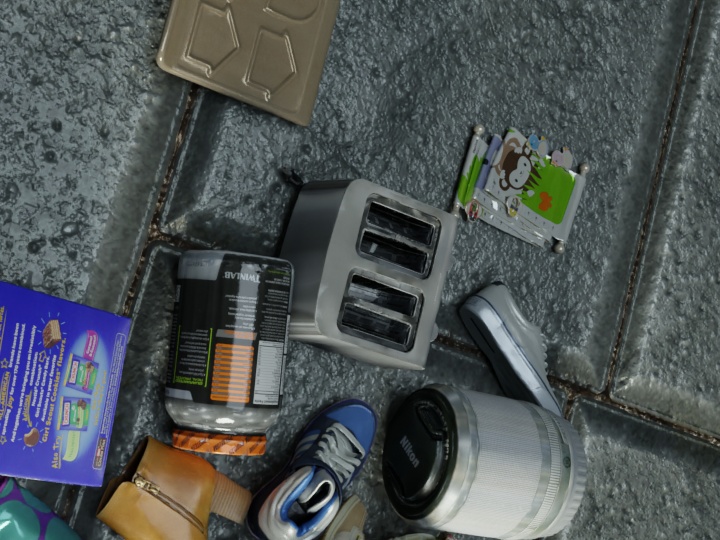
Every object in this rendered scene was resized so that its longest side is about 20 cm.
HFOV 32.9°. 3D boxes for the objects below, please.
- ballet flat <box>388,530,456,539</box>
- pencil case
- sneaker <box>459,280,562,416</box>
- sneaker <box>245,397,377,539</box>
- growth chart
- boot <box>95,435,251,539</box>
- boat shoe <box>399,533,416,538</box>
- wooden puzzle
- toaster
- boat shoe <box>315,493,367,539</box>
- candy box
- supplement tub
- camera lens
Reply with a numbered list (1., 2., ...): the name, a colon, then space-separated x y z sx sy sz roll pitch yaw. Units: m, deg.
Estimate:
1. ballet flat: 0.052 0.321 1.325 0.200 0.076 0.064 12 45 -59
2. pencil case: -0.304 0.290 1.171 0.200 0.085 0.093 51 49 -20
3. sneaker: 0.200 0.103 1.481 0.071 0.073 0.201 -38 108 -22
4. sneaker: -0.033 0.214 1.292 0.200 0.146 0.081 -45 99 -21
5. growth chart: 0.201 -0.105 1.517 0.199 0.018 0.146 18 80 -30
6. boot: -0.209 0.283 1.245 0.143 0.071 0.202 28 72 -21
7. boat shoe: 0.023 0.372 1.376 0.200 0.064 0.071 -33 106 -28
8. wooden puzzle: -0.119 -0.272 1.315 0.199 0.046 0.187 20 80 -34
9. toaster: 0.000 0.000 1.335 0.199 0.118 0.182 20 78 -30
10. boat shoe: -0.027 0.311 1.293 0.069 0.074 0.200 42 27 0
11. candy box: -0.319 0.103 1.125 0.200 0.077 0.170 24 71 -53
12. supplement tub: -0.136 0.084 1.252 0.122 0.122 0.202 8 86 -30
13. camera lens: 0.137 0.220 1.391 0.199 0.160 0.161 14 82 -30
